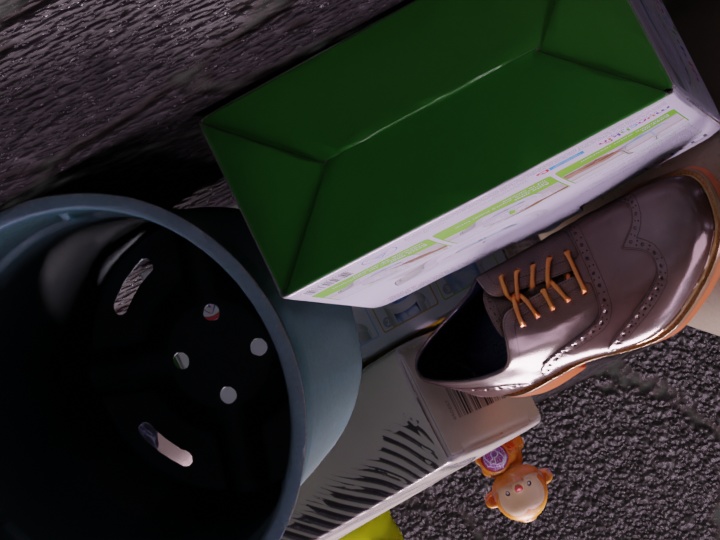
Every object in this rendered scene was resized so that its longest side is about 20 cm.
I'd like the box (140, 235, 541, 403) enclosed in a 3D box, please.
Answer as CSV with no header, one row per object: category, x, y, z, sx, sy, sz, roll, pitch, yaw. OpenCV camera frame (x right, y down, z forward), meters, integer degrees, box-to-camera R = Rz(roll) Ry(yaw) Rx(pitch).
box,0.000,0.000,1.595,0.199,0.102,0.112,-29,171,23

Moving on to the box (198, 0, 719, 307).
box,0.053,-0.066,1.369,0.199,0.097,0.176,-28,172,12

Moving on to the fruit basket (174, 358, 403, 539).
fruit basket,-0.062,0.147,1.979,0.155,0.217,0.215,-19,170,-35

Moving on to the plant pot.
plant pot,-0.094,0.053,1.400,0.199,0.201,0.196,-28,180,17

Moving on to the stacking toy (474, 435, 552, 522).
stacking toy,0.063,0.064,1.838,0.115,0.201,0.110,-24,172,-2

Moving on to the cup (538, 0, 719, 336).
cup,0.167,-0.060,1.532,0.142,0.202,0.200,2,-179,20

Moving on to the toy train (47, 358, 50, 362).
toy train,-0.218,0.093,1.439,0.056,0.042,0.200,-12,-146,43

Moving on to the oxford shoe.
oxford shoe,0.104,0.013,1.448,0.073,0.072,0.200,-7,156,-41

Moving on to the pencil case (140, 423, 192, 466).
pencil case,-0.087,0.094,1.819,0.199,0.078,0.090,-5,137,-20

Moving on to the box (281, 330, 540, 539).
box,0.001,0.098,1.604,0.082,0.069,0.200,-20,170,-42
